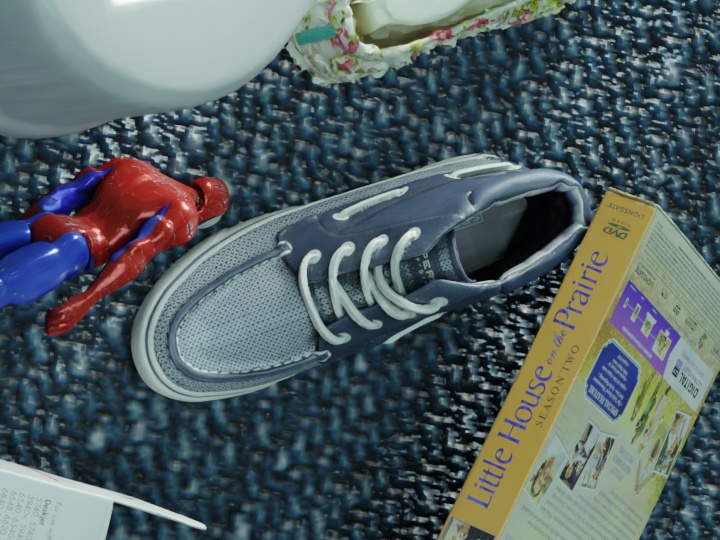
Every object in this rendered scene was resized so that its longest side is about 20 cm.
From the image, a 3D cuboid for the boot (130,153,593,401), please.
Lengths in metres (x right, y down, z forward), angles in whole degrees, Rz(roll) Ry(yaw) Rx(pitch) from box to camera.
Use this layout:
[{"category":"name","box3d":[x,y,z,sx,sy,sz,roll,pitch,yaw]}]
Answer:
[{"category":"boot","box3d":[0.000,0.000,1.294,0.199,0.090,0.073,-27,102,-19]}]

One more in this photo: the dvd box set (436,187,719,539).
[{"category":"dvd box set","box3d":[0.100,0.079,1.327,0.201,0.029,0.146,-64,151,-8]}]

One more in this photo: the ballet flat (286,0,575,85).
[{"category":"ballet flat","box3d":[0.058,-0.136,1.328,0.200,0.064,0.076,-31,102,-19]}]

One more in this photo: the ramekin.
[{"category":"ramekin","box3d":[-0.104,-0.154,1.207,0.200,0.097,0.202,-2,93,-45]}]

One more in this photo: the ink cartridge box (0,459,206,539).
[{"category":"ink cartridge box","box3d":[-0.176,0.104,1.214,0.199,0.116,0.068,17,87,-21]}]

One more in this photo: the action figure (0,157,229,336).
[{"category":"action figure","box3d":[-0.135,-0.006,1.250,0.199,0.065,0.052,-21,130,-35]}]
